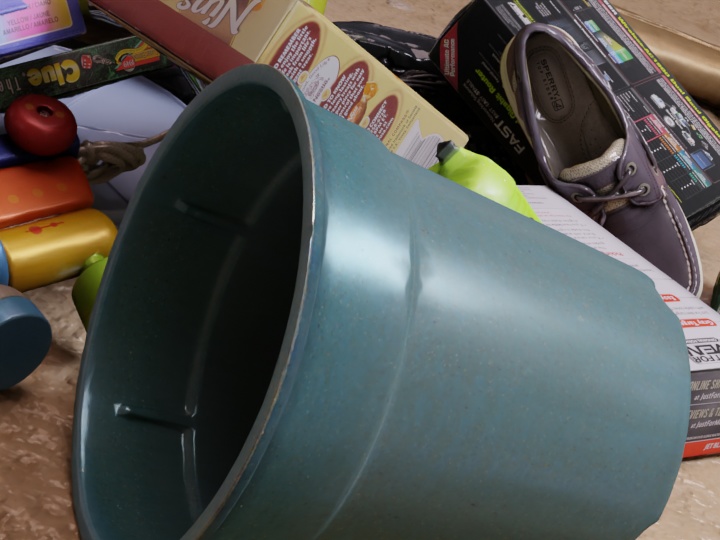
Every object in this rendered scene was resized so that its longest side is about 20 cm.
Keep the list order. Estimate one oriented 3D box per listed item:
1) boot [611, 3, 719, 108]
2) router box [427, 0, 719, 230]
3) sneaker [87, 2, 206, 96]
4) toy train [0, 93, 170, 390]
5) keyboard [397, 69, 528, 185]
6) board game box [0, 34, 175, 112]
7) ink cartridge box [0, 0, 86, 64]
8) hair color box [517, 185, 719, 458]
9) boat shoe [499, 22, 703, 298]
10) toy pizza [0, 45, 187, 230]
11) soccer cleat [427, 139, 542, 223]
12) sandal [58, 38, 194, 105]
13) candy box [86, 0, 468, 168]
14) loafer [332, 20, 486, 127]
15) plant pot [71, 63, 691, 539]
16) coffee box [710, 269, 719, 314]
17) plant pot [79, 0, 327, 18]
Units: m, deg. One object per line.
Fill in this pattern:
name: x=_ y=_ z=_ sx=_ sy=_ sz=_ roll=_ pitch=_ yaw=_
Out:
boot: x=0.283 y=-0.172 z=1.553 sx=0.199 sy=0.066 sz=0.175 roll=22 pitch=11 yaw=1
router box: x=0.157 y=-0.103 z=1.198 sx=0.200 sy=0.062 sz=0.150 roll=52 pitch=36 yaw=10
sneaker: x=-0.079 y=-0.113 z=1.047 sx=0.199 sy=0.086 sz=0.078 roll=32 pitch=20 yaw=11
toy train: x=-0.131 y=-0.016 z=0.831 sx=0.199 sy=0.085 sz=0.116 roll=-17 pitch=54 yaw=-42
keyboard: x=0.021 y=-0.088 z=1.153 sx=0.199 sy=0.021 sz=0.128 roll=2 pitch=52 yaw=-39
board game box: x=-0.198 y=-0.080 z=0.870 sx=0.199 sy=0.024 sz=0.105 roll=-21 pitch=6 yaw=-38
ink cartridge box: x=-0.221 y=-0.121 z=0.837 sx=0.136 sy=0.077 sz=0.200 roll=-20 pitch=7 yaw=-31
hair color box: x=0.123 y=0.024 z=0.994 sx=0.101 sy=0.062 sz=0.200 roll=-1 pitch=30 yaw=-40
boat shoe: x=0.142 y=-0.060 z=1.084 sx=0.201 sy=0.072 sz=0.065 roll=65 pitch=9 yaw=6
toy pizza: x=-0.175 y=-0.070 z=0.979 sx=0.199 sy=0.032 sz=0.201 roll=14 pitch=29 yaw=-8
soccer cleat: x=0.006 y=0.001 z=0.862 sx=0.081 sy=0.199 sz=0.068 roll=45 pitch=52 yaw=-22
sandal: x=-0.116 y=-0.119 z=1.123 sx=0.199 sy=0.048 sz=0.075 roll=16 pitch=24 yaw=-12
candy box: x=-0.038 y=-0.098 z=0.863 sx=0.115 sy=0.055 sz=0.200 roll=34 pitch=2 yaw=28
loafer: x=0.057 y=-0.133 z=1.269 sx=0.199 sy=0.068 sz=0.070 roll=17 pitch=22 yaw=-10
plant pot: x=0.013 y=0.043 z=0.722 sx=0.195 sy=0.201 sz=0.200 roll=17 pitch=22 yaw=-28
coffee box: x=0.312 y=0.052 z=1.110 sx=0.199 sy=0.044 sz=0.123 roll=23 pitch=23 yaw=5
plant pot: x=-0.104 y=-0.244 z=1.169 sx=0.198 sy=0.201 sz=0.182 roll=12 pitch=11 yaw=-14
